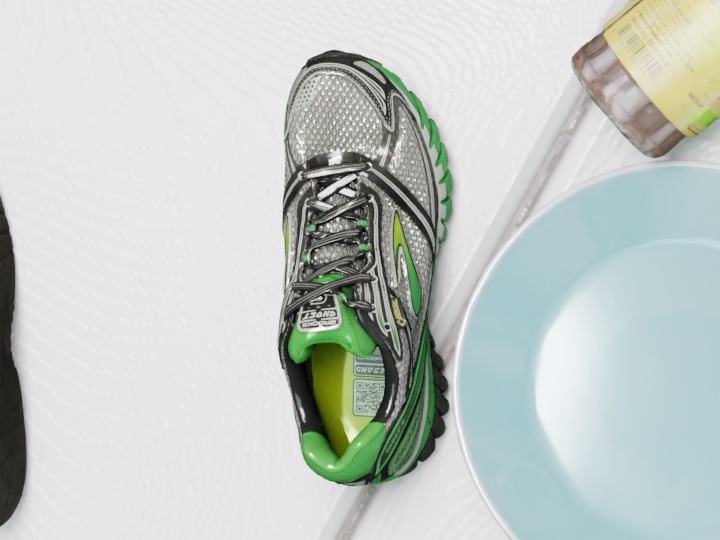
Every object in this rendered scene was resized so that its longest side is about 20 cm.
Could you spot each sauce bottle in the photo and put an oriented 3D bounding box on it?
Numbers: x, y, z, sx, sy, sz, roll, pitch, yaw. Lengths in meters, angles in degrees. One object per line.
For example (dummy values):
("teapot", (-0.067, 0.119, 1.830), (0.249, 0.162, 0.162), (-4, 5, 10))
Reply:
("sauce bottle", (0.183, -0.129, 0.812), (0.200, 0.065, 0.065), (-38, 84, 18))

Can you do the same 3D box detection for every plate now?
("plate", (0.140, 0.052, 0.843), (0.200, 0.026, 0.201), (-1, 81, 6))

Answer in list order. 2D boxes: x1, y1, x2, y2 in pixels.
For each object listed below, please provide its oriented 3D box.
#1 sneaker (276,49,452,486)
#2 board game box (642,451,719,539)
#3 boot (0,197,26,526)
("sneaker", (0.000, 0.000, 0.870), (0.078, 0.085, 0.200), (-6, 93, 17))
("board game box", (0.126, 0.197, 0.880), (0.135, 0.029, 0.200), (44, 106, 10))
("boot", (-0.249, 0.031, 0.958), (0.150, 0.073, 0.200), (-3, 100, 17))
